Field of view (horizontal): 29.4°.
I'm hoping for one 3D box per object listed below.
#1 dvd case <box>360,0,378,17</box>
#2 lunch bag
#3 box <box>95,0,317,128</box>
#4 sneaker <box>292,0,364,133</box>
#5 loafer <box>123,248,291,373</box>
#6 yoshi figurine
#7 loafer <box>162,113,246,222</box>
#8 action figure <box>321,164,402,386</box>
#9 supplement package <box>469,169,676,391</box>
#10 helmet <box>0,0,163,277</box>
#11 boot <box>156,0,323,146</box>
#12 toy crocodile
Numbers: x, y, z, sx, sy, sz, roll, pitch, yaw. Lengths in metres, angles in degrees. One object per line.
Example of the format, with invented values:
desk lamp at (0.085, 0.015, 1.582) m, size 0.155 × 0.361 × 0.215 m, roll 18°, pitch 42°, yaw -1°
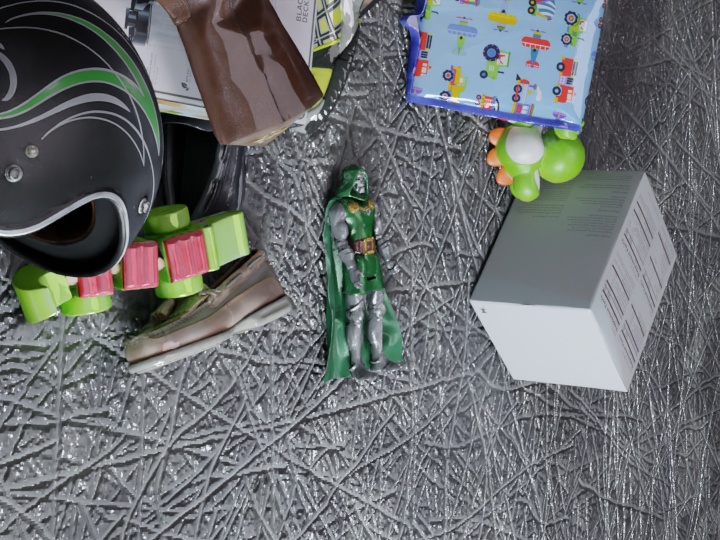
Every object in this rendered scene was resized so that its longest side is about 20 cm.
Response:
dvd case at (0.006, -0.335, 1.313) m, size 0.200 × 0.017 × 0.144 m, roll -50°, pitch 131°, yaw -41°
lunch bag at (0.135, -0.233, 1.402) m, size 0.198 × 0.094 × 0.152 m, roll 8°, pitch 97°, yaw -20°
box at (-0.134, -0.178, 1.024) m, size 0.198 × 0.060 × 0.118 m, roll 6°, pitch 87°, yaw -32°
sneaker at (-0.040, -0.224, 1.226) m, size 0.076 × 0.075 × 0.202 m, roll 13°, pitch 92°, yaw -15°
loafer at (-0.130, 0.031, 1.116) m, size 0.200 × 0.071 × 0.063 m, roll -23°, pitch 94°, yaw -59°
yoshi figurine at (0.204, -0.180, 1.539) m, size 0.112 × 0.111 × 0.202 m, roll -27°, pitch 118°, yaw -58°
loafer at (-0.124, -0.124, 1.097) m, size 0.070 × 0.068 × 0.203 m, roll -10°, pitch 105°, yaw -63°
action figure at (0.000, 0.000, 1.306) m, size 0.118 × 0.054 × 0.202 m, roll -15°, pitch 101°, yaw -51°
supplement package at (0.247, 0.008, 1.572) m, size 0.151 × 0.151 × 0.201 m, roll 57°, pitch 48°, yaw -41°
helmet at (-0.219, -0.089, 0.864) m, size 0.190 × 0.199 × 0.202 m, roll -12°, pitch 103°, yaw -47°
boot at (-0.128, -0.161, 0.962) m, size 0.186 × 0.064 × 0.201 m, roll -31°, pitch 111°, yaw -26°
toy crocodile at (-0.168, -0.007, 1.028) m, size 0.199 × 0.062 × 0.068 m, roll -13°, pitch 105°, yaw -34°
